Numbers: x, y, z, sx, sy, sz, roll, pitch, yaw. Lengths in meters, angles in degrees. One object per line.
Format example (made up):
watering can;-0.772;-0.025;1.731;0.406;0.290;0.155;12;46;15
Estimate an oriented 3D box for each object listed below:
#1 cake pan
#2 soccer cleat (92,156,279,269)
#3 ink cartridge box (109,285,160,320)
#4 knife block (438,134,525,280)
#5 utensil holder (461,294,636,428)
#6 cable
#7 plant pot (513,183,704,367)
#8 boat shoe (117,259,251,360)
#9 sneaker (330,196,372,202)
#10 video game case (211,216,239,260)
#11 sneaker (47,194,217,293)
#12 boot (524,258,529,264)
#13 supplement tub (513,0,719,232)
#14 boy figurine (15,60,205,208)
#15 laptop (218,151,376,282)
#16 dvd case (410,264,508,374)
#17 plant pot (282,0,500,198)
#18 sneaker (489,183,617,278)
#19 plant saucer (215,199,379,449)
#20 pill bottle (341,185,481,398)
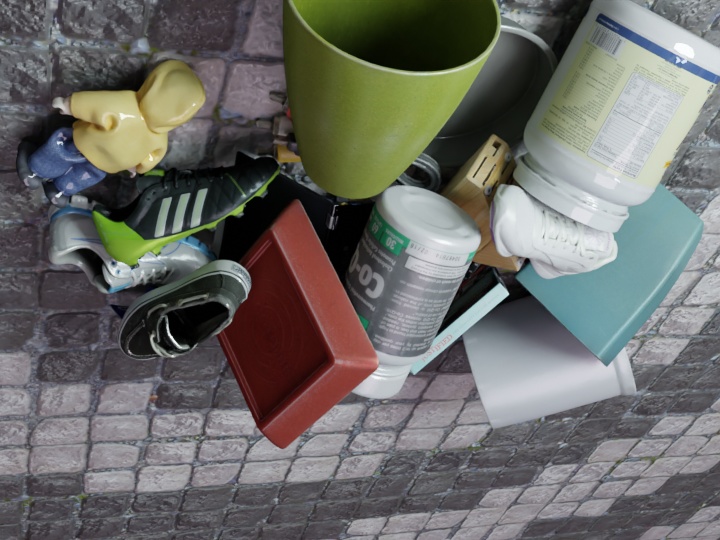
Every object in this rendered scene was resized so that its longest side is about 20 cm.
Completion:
cake pan;0.105;-0.185;1.095;0.199;0.037;0.201;-9;144;-7
soccer cleat;-0.179;-0.076;1.080;0.199;0.068;0.081;-27;110;4
ink cartridge box;-0.190;0.049;1.266;0.199;0.095;0.037;4;101;-27
knife block;0.104;-0.067;1.184;0.175;0.064;0.200;13;149;37
utensil holder;0.252;0.113;1.442;0.199;0.171;0.170;-18;145;7
cable;-0.006;-0.137;1.092;0.198;0.051;0.098;9;128;-13
plant pot;0.313;-0.007;1.285;0.200;0.141;0.141;-46;162;6
boat shoe;-0.198;0.055;1.123;0.071;0.064;0.199;41;129;-22
sneaker;0.000;0.000;1.244;0.108;0.070;0.200;-24;118;23
video game case;-0.071;-0.001;1.202;0.199;0.018;0.144;16;122;-1
sneaker;-0.247;-0.005;1.150;0.199;0.087;0.075;18;138;-23
boot;0.180;-0.072;1.274;0.096;0.075;0.200;11;154;7
supplement tub;0.250;-0.154;1.047;0.144;0.145;0.201;13;114;-33
boy figurine;-0.239;-0.137;1.020;0.199;0.065;0.124;-29;142;19
laptop;-0.040;-0.021;1.170;0.199;0.116;0.188;-2;125;-24
dvd case;0.112;0.050;1.290;0.146;0.022;0.200;-41;-176;8
plant pot;0.008;-0.166;0.956;0.186;0.188;0.201;-2;143;-16
sneaker;0.198;-0.044;1.082;0.099;0.075;0.200;-5;166;33
plant saucer;-0.087;0.062;1.112;0.037;0.201;0.200;-8;154;-44
pill bottle;0.036;0.025;1.087;0.112;0.113;0.201;8;120;-28
